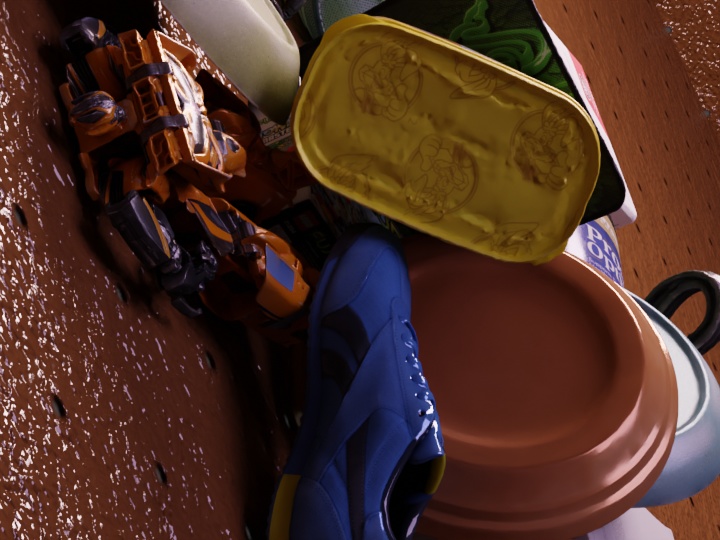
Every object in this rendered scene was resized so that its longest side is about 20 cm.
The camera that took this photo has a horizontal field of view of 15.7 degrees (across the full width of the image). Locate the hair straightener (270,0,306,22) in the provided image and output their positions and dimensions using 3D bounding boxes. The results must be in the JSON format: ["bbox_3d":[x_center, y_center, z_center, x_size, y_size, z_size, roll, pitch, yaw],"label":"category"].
[{"bbox_3d":[-0.081,-0.231,1.541,0.077,0.041,0.202,-4,76,-54],"label":"hair straightener"}]

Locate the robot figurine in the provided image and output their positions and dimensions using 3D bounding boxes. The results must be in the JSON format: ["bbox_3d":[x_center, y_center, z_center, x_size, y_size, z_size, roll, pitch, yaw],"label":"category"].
[{"bbox_3d":[-0.073,-0.043,1.214,0.200,0.058,0.146,40,27,-60],"label":"robot figurine"}]

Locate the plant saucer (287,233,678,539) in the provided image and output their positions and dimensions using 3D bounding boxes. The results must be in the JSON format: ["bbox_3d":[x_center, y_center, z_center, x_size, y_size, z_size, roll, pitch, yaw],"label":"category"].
[{"bbox_3d":[0.064,0.049,1.310,0.038,0.198,0.201,100,-15,-47],"label":"plant saucer"}]

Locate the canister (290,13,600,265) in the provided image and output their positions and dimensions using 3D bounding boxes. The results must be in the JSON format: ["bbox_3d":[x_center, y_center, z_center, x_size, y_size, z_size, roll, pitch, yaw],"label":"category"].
[{"bbox_3d":[0.041,-0.073,1.325,0.148,0.087,0.200,22,7,-3],"label":"canister"}]

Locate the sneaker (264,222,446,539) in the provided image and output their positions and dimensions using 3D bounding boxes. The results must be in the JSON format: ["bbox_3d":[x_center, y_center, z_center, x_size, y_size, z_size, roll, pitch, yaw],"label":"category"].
[{"bbox_3d":[0.013,0.065,1.209,0.066,0.078,0.201,56,35,-47],"label":"sneaker"}]

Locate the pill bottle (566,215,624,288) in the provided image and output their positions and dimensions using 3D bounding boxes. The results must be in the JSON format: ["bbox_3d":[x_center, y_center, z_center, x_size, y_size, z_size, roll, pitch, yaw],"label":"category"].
[{"bbox_3d":[0.116,0.007,1.708,0.112,0.111,0.201,59,17,-28],"label":"pill bottle"}]

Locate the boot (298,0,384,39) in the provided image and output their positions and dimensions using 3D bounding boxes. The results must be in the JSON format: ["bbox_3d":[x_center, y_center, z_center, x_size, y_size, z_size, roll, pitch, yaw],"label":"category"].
[{"bbox_3d":[0.022,-0.119,1.634,0.200,0.072,0.091,53,14,-45],"label":"boot"}]

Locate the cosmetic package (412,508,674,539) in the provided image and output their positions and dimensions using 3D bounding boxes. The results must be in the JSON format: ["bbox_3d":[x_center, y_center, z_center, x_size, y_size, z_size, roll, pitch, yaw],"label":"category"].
[{"bbox_3d":[0.106,0.167,1.444,0.200,0.107,0.085,42,28,-56],"label":"cosmetic package"}]

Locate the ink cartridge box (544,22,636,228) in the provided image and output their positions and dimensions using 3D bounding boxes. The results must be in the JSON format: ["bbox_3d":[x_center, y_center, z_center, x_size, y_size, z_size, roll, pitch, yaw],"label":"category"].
[{"bbox_3d":[0.126,-0.113,1.977,0.200,0.082,0.148,37,33,-64],"label":"ink cartridge box"}]

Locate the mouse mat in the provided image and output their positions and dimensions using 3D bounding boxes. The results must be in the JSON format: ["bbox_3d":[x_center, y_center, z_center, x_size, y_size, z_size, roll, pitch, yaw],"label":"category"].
[{"bbox_3d":[0.050,-0.081,1.483,0.008,0.199,0.162,-32,96,-43],"label":"mouse mat"}]

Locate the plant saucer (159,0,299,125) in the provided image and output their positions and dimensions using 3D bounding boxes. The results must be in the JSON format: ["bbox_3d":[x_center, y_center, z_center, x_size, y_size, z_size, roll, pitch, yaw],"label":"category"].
[{"bbox_3d":[-0.088,-0.159,1.281,0.200,0.031,0.200,51,6,-7],"label":"plant saucer"}]

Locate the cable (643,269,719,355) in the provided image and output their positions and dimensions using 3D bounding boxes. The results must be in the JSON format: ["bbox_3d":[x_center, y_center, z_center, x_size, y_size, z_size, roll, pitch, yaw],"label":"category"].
[{"bbox_3d":[0.126,0.064,1.503,0.050,0.199,0.098,14,62,-44],"label":"cable"}]

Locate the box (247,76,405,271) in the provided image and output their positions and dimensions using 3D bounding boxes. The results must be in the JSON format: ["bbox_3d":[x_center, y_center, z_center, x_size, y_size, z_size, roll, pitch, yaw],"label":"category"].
[{"bbox_3d":[0.000,0.000,1.456,0.200,0.035,0.110,55,18,-37],"label":"box"}]

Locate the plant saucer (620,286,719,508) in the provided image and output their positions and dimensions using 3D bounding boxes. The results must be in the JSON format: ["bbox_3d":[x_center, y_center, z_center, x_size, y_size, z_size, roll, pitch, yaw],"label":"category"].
[{"bbox_3d":[0.108,0.050,1.389,0.201,0.199,0.028,-90,-163,-56],"label":"plant saucer"}]
